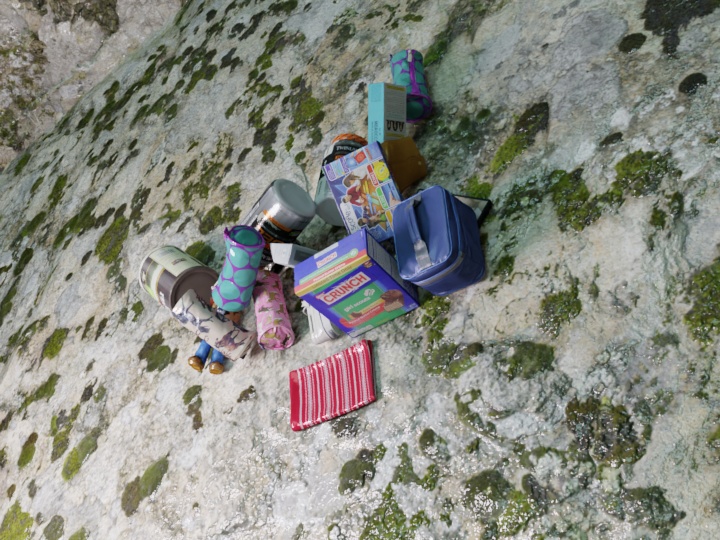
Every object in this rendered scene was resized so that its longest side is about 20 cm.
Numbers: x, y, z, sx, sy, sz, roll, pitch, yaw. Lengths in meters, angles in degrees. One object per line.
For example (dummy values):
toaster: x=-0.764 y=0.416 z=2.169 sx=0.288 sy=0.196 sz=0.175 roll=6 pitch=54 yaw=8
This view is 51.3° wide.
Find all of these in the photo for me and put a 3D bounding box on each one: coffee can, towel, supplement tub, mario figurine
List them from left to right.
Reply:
coffee can: x=-0.451 y=0.032 z=1.885 sx=0.200 sy=0.146 sz=0.146 roll=26 pitch=77 yaw=48
mario figurine: x=-0.337 y=0.131 z=1.735 sx=0.106 sy=0.123 sz=0.200 roll=-19 pitch=51 yaw=45
supplement tub: x=-0.201 y=-0.099 z=1.687 sx=0.200 sy=0.122 sz=0.123 roll=-47 pitch=37 yaw=28
towel: x=-0.059 y=0.229 z=1.495 sx=0.200 sy=0.022 sz=0.145 roll=-25 pitch=46 yaw=23
supplement tub: x=-0.035 y=-0.214 z=1.745 sx=0.122 sy=0.123 sz=0.200 roll=-15 pitch=51 yaw=31

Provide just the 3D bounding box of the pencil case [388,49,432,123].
pencil case: x=0.121 y=-0.450 z=1.812 sx=0.085 sy=0.093 sz=0.200 roll=-1 pitch=50 yaw=-6

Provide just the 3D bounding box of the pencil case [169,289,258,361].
pencil case: x=-0.329 y=0.121 z=1.673 sx=0.078 sy=0.200 sz=0.089 roll=-57 pitch=-4 yaw=19

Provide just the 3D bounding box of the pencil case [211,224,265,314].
pencil case: x=-0.267 y=-0.002 z=1.623 sx=0.085 sy=0.092 sz=0.200 roll=-79 pitch=9 yaw=-53

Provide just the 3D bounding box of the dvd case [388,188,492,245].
dvd case: x=0.164 y=-0.100 z=1.567 sx=0.200 sy=0.018 sz=0.143 roll=16 pitch=70 yaw=46

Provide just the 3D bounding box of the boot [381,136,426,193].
boot: x=0.088 y=-0.189 z=1.651 sx=0.144 sy=0.202 sz=0.071 roll=-18 pitch=8 yaw=-26

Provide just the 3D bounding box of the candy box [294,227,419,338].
candy box: x=-0.005 y=0.030 z=1.469 sx=0.169 sy=0.200 sz=0.077 roll=-27 pitch=45 yaw=21

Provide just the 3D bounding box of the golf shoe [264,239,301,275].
golf shoe: x=-0.233 y=-0.020 z=1.798 sx=0.200 sy=0.077 sz=0.088 roll=-22 pitch=54 yaw=26

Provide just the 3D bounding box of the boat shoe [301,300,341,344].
boat shoe: x=-0.094 y=0.074 z=1.614 sx=0.066 sy=0.072 sz=0.200 roll=-30 pitch=51 yaw=14

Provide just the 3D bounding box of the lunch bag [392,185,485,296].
lunch bag: x=0.144 y=-0.066 z=1.444 sx=0.136 sy=0.132 sz=0.200 roll=-27 pitch=55 yaw=30

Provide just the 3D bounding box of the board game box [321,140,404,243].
board game box: x=0.016 y=-0.155 z=1.582 sx=0.135 sy=0.034 sz=0.200 roll=-23 pitch=86 yaw=16

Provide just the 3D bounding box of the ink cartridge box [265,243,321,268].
ink cartridge box: x=-0.114 y=-0.017 z=1.577 sx=0.200 sy=0.160 sz=0.047 roll=3 pitch=79 yaw=63

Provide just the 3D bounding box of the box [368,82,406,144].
box: x=0.061 y=-0.321 z=1.706 sx=0.049 sy=0.082 sz=0.201 roll=5 pitch=96 yaw=43

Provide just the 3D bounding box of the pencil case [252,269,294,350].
pencil case: x=-0.202 y=0.087 z=1.679 sx=0.087 sy=0.083 sz=0.200 roll=-42 pitch=41 yaw=21
